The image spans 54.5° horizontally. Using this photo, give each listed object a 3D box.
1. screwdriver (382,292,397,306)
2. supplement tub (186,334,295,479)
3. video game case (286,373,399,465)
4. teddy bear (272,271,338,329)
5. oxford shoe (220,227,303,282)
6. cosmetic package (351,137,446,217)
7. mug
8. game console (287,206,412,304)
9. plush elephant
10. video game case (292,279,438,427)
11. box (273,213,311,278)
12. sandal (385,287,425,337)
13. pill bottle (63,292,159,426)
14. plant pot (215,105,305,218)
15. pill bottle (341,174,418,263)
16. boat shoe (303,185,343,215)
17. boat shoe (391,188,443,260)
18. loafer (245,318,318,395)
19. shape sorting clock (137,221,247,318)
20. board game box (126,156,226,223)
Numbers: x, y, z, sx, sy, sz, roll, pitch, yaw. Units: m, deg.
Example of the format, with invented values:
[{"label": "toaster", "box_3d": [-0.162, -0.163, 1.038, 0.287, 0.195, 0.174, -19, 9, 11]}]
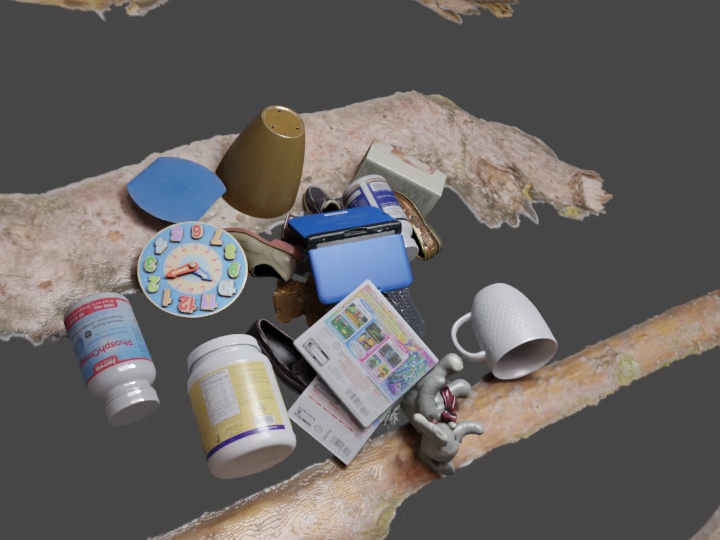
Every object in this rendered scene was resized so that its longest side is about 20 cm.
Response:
[{"label": "screwdriver", "box_3d": [0.000, 0.000, 1.384, 0.200, 0.028, 0.029, 41, 24, -1]}, {"label": "supplement tub", "box_3d": [-0.200, 0.221, 1.147, 0.145, 0.145, 0.200, -5, 57, -31]}, {"label": "video game case", "box_3d": [-0.017, 0.226, 1.265, 0.143, 0.018, 0.200, 38, 75, 4]}, {"label": "teddy bear", "box_3d": [-0.068, 0.057, 1.368, 0.067, 0.200, 0.145, -72, 142, -80]}, {"label": "oxford shoe", "box_3d": [-0.215, -0.030, 1.362, 0.200, 0.070, 0.075, 13, 61, 22]}, {"label": "cosmetic package", "box_3d": [0.093, -0.219, 1.686, 0.200, 0.103, 0.087, 27, 47, -8]}, {"label": "mug", "box_3d": [0.292, 0.129, 1.502, 0.200, 0.148, 0.175, -19, 52, -4]}, {"label": "game console", "box_3d": [-0.022, -0.036, 1.354, 0.200, 0.118, 0.171, -11, 26, -24]}, {"label": "plush elephant", "box_3d": [0.149, 0.278, 1.286, 0.200, 0.165, 0.155, -29, 54, -11]}, {"label": "video game case", "box_3d": [0.010, 0.148, 1.262, 0.182, 0.024, 0.200, -40, 86, -14]}, {"label": "box", "box_3d": [-0.079, -0.031, 1.445, 0.200, 0.100, 0.075, 19, 49, -13]}, {"label": "sandal", "box_3d": [0.070, 0.055, 1.468, 0.076, 0.043, 0.200, -21, 92, -22]}, {"label": "pill bottle", "box_3d": [-0.397, 0.143, 1.128, 0.109, 0.109, 0.200, -13, 61, -35]}, {"label": "plant pot", "box_3d": [-0.193, -0.244, 1.485, 0.186, 0.200, 0.186, 15, 50, -18]}, {"label": "pill bottle", "box_3d": [0.045, -0.104, 1.558, 0.116, 0.116, 0.200, -8, 59, -33]}, {"label": "boat shoe", "box_3d": [-0.068, -0.128, 1.535, 0.072, 0.065, 0.200, 2, 42, -27]}, {"label": "boat shoe", "box_3d": [0.107, -0.109, 1.625, 0.200, 0.072, 0.068, 47, 46, 12]}, {"label": "loafer", "box_3d": [-0.126, 0.164, 1.288, 0.200, 0.063, 0.072, 37, 48, 3]}, {"label": "shape sorting clock", "box_3d": [-0.311, -0.004, 1.302, 0.200, 0.039, 0.200, 4, 67, -10]}, {"label": "board game box", "box_3d": [-0.377, -0.154, 1.428, 0.158, 0.039, 0.200, 28, 41, 1]}]
